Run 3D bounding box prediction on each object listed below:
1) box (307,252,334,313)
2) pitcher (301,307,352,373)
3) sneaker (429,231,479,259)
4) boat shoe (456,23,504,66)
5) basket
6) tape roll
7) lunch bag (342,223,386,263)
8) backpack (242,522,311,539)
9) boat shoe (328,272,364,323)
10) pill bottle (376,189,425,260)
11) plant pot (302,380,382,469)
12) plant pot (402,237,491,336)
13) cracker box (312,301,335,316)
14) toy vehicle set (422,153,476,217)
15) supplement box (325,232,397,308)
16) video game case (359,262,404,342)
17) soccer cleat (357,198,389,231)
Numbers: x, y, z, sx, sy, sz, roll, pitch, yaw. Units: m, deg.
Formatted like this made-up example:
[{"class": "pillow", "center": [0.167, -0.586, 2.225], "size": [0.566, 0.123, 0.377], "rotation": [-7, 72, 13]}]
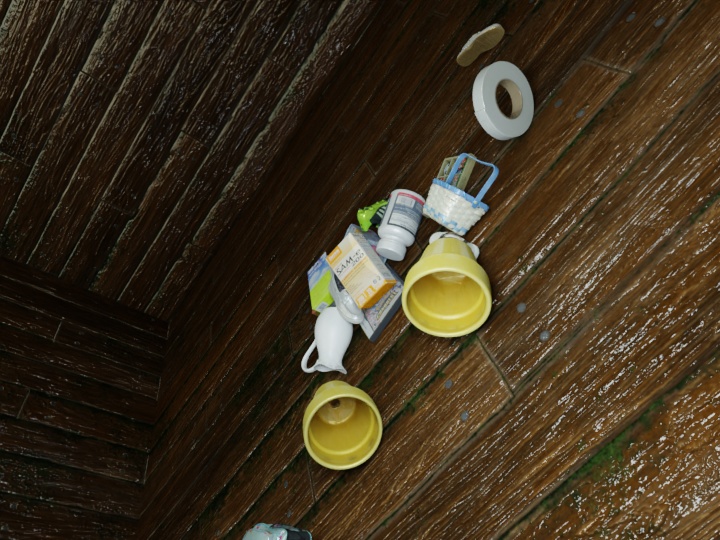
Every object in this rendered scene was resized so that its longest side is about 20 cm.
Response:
[{"class": "box", "center": [-0.129, 0.040, 1.789], "size": [0.122, 0.048, 0.200], "rotation": [-47, 33, 23]}, {"class": "pitcher", "center": [-0.110, 0.227, 1.619], "size": [0.171, 0.121, 0.201], "rotation": [-9, 61, 30]}, {"class": "sneaker", "center": [0.239, -0.076, 1.376], "size": [0.074, 0.080, 0.200], "rotation": [-62, 26, 2]}, {"class": "boat shoe", "center": [0.409, -0.789, 1.746], "size": [0.200, 0.071, 0.070], "rotation": [-22, 49, 52]}, {"class": "basket", "center": [0.271, -0.212, 1.376], "size": [0.200, 0.139, 0.176], "rotation": [-63, 28, 15]}, {"class": "tape roll", "center": [0.381, -0.450, 1.349], "size": [0.037, 0.202, 0.203], "rotation": [-4, 62, 57]}, {"class": "lunch bag", "center": [-0.008, -0.030, 1.698], "size": [0.201, 0.127, 0.170], "rotation": [-68, 25, 17]}, {"class": "backpack", "center": [-0.239, 0.761, 1.337], "size": [0.200, 0.153, 0.176], "rotation": [-29, 46, 55]}, {"class": "boat shoe", "center": [-0.043, 0.082, 1.605], "size": [0.200, 0.072, 0.069], "rotation": [-117, 28, -44]}, {"class": "pill bottle", "center": [0.121, -0.139, 1.584], "size": [0.119, 0.119, 0.201], "rotation": [-6, 60, 57]}, {"class": "plant pot", "center": [-0.057, 0.385, 1.343], "size": [0.201, 0.200, 0.189], "rotation": [-60, 14, 3]}, {"class": "plant pot", "center": [0.209, 0.025, 1.219], "size": [0.201, 0.201, 0.189], "rotation": [-42, 17, 32]}, {"class": "cracker box", "center": [-0.105, 0.059, 1.845], "size": [0.134, 0.058, 0.201], "rotation": [-34, 37, 40]}, {"class": "toy vehicle set", "center": [0.269, -0.255, 1.542], "size": [0.124, 0.026, 0.201], "rotation": [5, 69, 60]}, {"class": "supplement box", "center": [0.000, 0.000, 1.546], "size": [0.126, 0.073, 0.200], "rotation": [-46, 67, 23]}, {"class": "video game case", "center": [0.061, 0.095, 1.571], "size": [0.200, 0.025, 0.181], "rotation": [-56, 28, 10]}, {"class": "soccer cleat", "center": [0.068, -0.186, 1.665], "size": [0.067, 0.200, 0.081], "rotation": [12, 119, 46]}]
